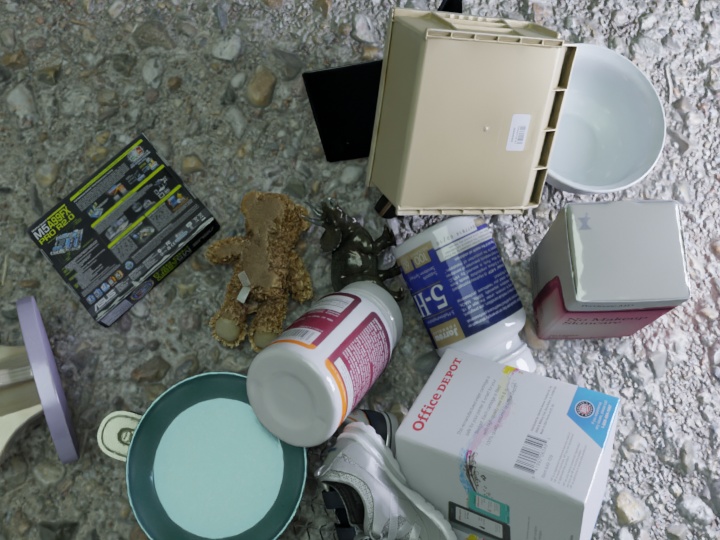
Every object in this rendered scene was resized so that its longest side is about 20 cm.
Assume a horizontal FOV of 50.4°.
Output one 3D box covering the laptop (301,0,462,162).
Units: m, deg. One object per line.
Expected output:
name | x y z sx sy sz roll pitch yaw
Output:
laptop | 0.039 -0.245 0.965 0.114 0.188 0.203 24 71 17

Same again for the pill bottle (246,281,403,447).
pill bottle | -0.031 0.095 0.856 0.112 0.200 0.117 11 116 23

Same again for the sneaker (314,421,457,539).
sneaker | 0.027 0.257 0.773 0.082 0.075 0.201 -36 84 -35

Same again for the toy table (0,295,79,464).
toy table | -0.412 0.140 0.889 0.115 0.185 0.203 -16 62 -19

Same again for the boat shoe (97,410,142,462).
boat shoe | -0.217 0.225 0.914 0.197 0.068 0.073 28 69 -8

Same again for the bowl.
bowl | 0.281 -0.179 0.986 0.195 0.091 0.207 2 73 -6

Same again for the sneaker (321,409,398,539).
sneaker | -0.006 0.255 0.838 0.078 0.078 0.205 13 66 -26

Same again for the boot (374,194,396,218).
boot | 0.127 -0.104 0.991 0.199 0.078 0.139 -42 99 8

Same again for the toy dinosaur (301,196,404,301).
toy dinosaur | 0.000 0.000 0.969 0.100 0.077 0.205 -12 97 10

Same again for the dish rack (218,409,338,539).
dish rack | -0.057 0.257 0.892 0.195 0.055 0.157 13 76 -6

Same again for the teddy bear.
teddy bear | -0.126 0.005 0.974 0.141 0.067 0.206 -6 82 9

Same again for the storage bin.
storage bin | 0.122 -0.174 0.861 0.193 0.094 0.205 -2 118 -21

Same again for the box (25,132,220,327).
box | -0.307 -0.054 0.996 0.199 0.044 0.160 -42 78 -9

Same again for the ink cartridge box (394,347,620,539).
ink cartridge box | 0.154 0.205 0.813 0.196 0.149 0.147 15 41 26

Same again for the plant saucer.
plant saucer | -0.156 0.216 0.841 0.194 0.036 0.206 2 74 -6

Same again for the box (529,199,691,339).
box | 0.279 0.006 0.886 0.124 0.200 0.112 -2 74 1

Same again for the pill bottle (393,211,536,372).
pill bottle | 0.130 0.041 0.917 0.117 0.120 0.204 -24 87 -5
